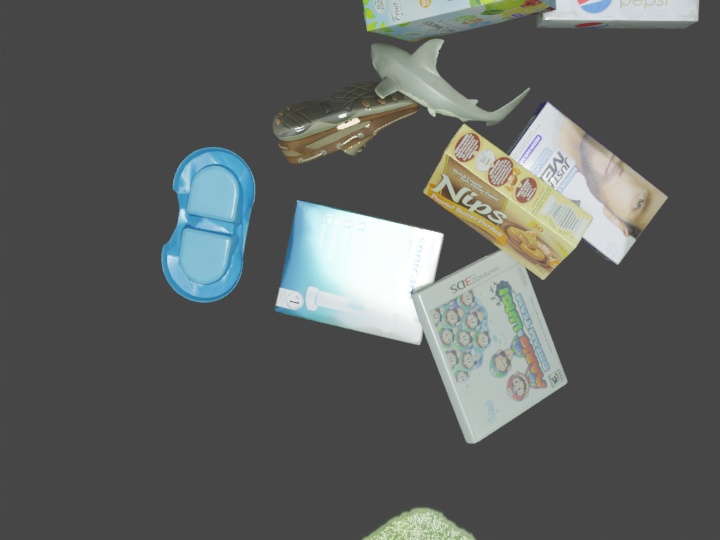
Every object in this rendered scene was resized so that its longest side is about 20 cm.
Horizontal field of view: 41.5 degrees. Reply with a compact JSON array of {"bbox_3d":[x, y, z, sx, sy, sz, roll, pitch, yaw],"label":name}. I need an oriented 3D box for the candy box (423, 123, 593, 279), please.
[{"bbox_3d":[0.183,-0.084,1.203,0.199,0.116,0.056,37,67,4],"label":"candy box"}]

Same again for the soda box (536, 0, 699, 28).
[{"bbox_3d":[0.325,-0.346,1.209,0.195,0.064,0.070,1,95,4],"label":"soda box"}]

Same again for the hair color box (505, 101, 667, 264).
[{"bbox_3d":[0.283,-0.113,1.233,0.199,0.065,0.110,37,96,-2],"label":"hair color box"}]

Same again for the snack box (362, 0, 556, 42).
[{"bbox_3d":[0.121,-0.330,1.142,0.196,0.168,0.069,-5,96,25],"label":"snack box"}]

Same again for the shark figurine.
[{"bbox_3d":[0.103,-0.241,1.189,0.211,0.128,0.091,27,119,3],"label":"shark figurine"}]

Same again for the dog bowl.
[{"bbox_3d":[-0.199,-0.061,1.270,0.109,0.050,0.205,11,95,2],"label":"dog bowl"}]

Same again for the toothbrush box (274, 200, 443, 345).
[{"bbox_3d":[0.000,0.000,1.247,0.196,0.085,0.150,12,95,2],"label":"toothbrush box"}]

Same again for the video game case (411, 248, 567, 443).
[{"bbox_3d":[0.170,0.091,1.227,0.180,0.024,0.204,-24,95,-32],"label":"video game case"}]

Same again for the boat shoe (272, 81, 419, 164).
[{"bbox_3d":[-0.017,-0.192,1.245,0.196,0.076,0.073,-15,128,-4],"label":"boat shoe"}]
